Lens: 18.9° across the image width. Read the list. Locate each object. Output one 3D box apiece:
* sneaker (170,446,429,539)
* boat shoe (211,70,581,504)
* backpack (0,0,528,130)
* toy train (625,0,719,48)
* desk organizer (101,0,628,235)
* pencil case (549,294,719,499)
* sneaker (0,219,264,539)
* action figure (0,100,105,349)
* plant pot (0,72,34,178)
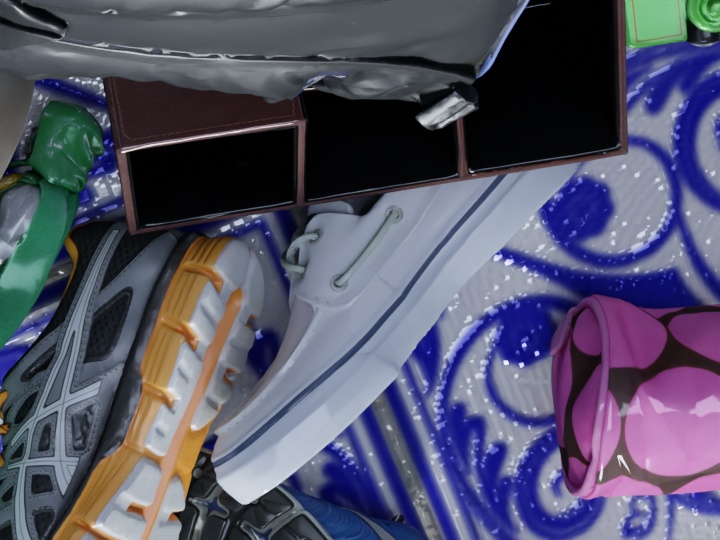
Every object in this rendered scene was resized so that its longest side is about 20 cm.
[{"bbox_3d":[-0.016,0.132,0.884,0.199,0.089,0.079,29,93,1],"label":"sneaker"},{"bbox_3d":[0.000,0.000,0.845,0.067,0.074,0.200,45,69,-6],"label":"boat shoe"},{"bbox_3d":[-0.047,-0.136,0.671,0.199,0.183,0.148,-3,74,-14],"label":"backpack"},{"bbox_3d":[0.111,-0.182,0.837,0.056,0.042,0.201,-9,109,1],"label":"toy train"},{"bbox_3d":[0.002,-0.077,0.803,0.199,0.072,0.077,-10,65,-7],"label":"desk organizer"},{"bbox_3d":[0.176,0.041,0.896,0.199,0.094,0.091,-4,152,-12],"label":"pencil case"},{"bbox_3d":[-0.108,0.072,0.829,0.077,0.078,0.201,21,78,21],"label":"sneaker"},{"bbox_3d":[-0.158,0.023,0.815,0.055,0.118,0.200,34,88,-8],"label":"action figure"},{"bbox_3d":[-0.213,-0.079,0.728,0.173,0.200,0.200,36,97,-37],"label":"plant pot"}]
